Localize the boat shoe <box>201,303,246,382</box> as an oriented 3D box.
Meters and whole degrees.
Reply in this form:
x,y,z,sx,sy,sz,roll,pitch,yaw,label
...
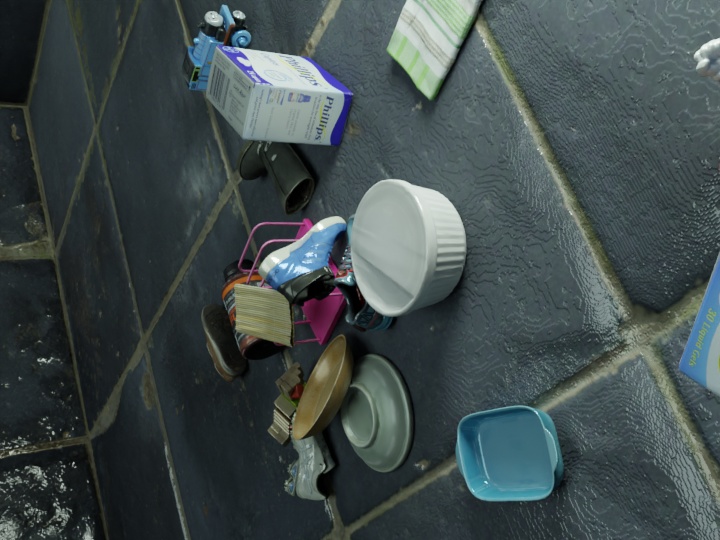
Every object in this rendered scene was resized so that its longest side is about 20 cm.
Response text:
x,y,z,sx,sy,sz,roll,pitch,yaw,label
-0.328,0.169,1.843,0.072,0.075,0.202,-59,45,43,boat shoe

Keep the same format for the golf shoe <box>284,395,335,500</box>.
x,y,z,sx,sy,sz,roll,pitch,yaw,label
-0.083,0.340,1.512,0.096,0.078,0.203,10,101,30,golf shoe

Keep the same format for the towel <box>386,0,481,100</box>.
x,y,z,sx,sy,sz,roll,pitch,yaw,label
0.108,-0.379,1.181,0.150,0.030,0.201,59,137,36,towel

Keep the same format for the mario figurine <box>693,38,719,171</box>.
x,y,z,sx,sy,sz,roll,pitch,yaw,label
0.373,-0.168,0.729,0.123,0.104,0.203,-86,5,-86,mario figurine

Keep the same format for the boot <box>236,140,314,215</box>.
x,y,z,sx,sy,sz,roll,pitch,yaw,label
-0.170,-0.188,1.592,0.201,0.072,0.183,59,139,26,boot

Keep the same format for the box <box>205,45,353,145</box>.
x,y,z,sx,sy,sz,roll,pitch,yaw,label
-0.146,-0.312,1.416,0.184,0.198,0.106,48,129,43,box

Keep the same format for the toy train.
x,y,z,sx,sy,sz,roll,pitch,yaw,label
-0.316,-0.481,1.732,0.201,0.113,0.087,-58,48,41,toy train

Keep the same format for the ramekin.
x,y,z,sx,sy,sz,roll,pitch,yaw,label
0.075,-0.034,1.202,0.201,0.093,0.206,6,97,55,ramekin

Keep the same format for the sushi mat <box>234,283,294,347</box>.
x,y,z,sx,sy,sz,roll,pitch,yaw,label
-0.177,0.079,1.438,0.199,0.012,0.097,6,100,53,sushi mat

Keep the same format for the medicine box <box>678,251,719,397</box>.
x,y,z,sx,sy,sz,roll,pitch,yaw,label
0.414,0.052,0.694,0.200,0.102,0.185,38,123,49,medicine box

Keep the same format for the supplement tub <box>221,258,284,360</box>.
x,y,z,sx,sy,sz,roll,pitch,yaw,label
-0.226,0.077,1.652,0.107,0.106,0.202,-54,50,43,supplement tub

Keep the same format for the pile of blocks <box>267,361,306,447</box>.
x,y,z,sx,sy,sz,roll,pitch,yaw,label
-0.127,0.273,1.562,0.062,0.082,0.202,37,134,26,pile of blocks

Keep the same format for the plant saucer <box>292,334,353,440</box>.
x,y,z,sx,sy,sz,roll,pitch,yaw,label
-0.060,0.213,1.411,0.201,0.035,0.201,-58,14,23,plant saucer

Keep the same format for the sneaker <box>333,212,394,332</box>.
x,y,z,sx,sy,sz,roll,pitch,yaw,label
0.000,0.000,1.315,0.079,0.094,0.203,-24,73,51,sneaker

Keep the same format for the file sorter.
x,y,z,sx,sy,sz,roll,pitch,yaw,label
-0.132,0.023,1.489,0.201,0.124,0.140,59,137,35,file sorter

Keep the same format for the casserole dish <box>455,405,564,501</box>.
x,y,z,sx,sy,sz,roll,pitch,yaw,label
0.205,0.248,1.080,0.199,0.038,0.123,-26,71,55,casserole dish

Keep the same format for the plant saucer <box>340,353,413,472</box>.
x,y,z,sx,sy,sz,roll,pitch,yaw,label
0.013,0.246,1.358,0.199,0.050,0.204,9,101,56,plant saucer

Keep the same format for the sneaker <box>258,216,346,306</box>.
x,y,z,sx,sy,sz,roll,pitch,yaw,label
-0.070,-0.010,1.368,0.111,0.199,0.077,44,138,13,sneaker
